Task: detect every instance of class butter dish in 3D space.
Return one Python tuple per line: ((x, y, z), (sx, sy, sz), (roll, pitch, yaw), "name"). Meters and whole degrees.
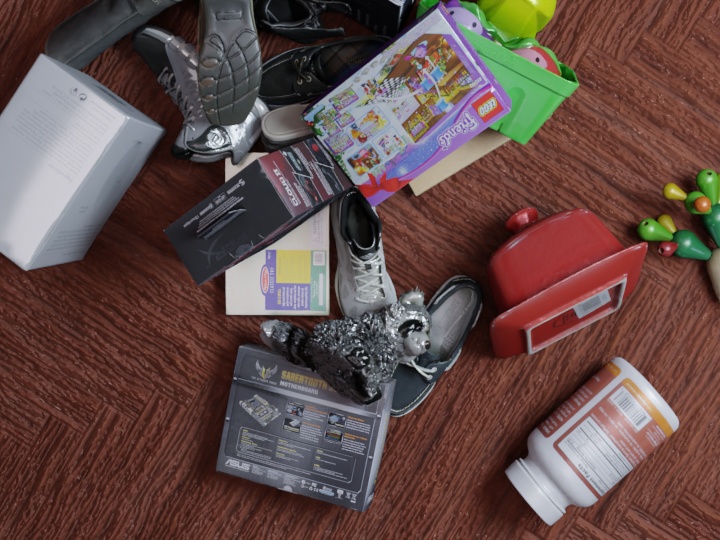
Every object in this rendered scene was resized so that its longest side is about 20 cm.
((0.219, -0.006, 1.138), (0.197, 0.200, 0.149), (-26, 69, 3), "butter dish")

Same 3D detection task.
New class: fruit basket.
((0.166, -0.278, 1.109), (0.212, 0.156, 0.219), (3, 109, 9), "fruit basket")

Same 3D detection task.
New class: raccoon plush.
((-0.009, 0.061, 1.132), (0.198, 0.097, 0.134), (30, 59, 21), "raccoon plush")

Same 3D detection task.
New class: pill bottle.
((0.275, 0.210, 1.167), (0.200, 0.112, 0.112), (-42, 92, 3), "pill bottle")

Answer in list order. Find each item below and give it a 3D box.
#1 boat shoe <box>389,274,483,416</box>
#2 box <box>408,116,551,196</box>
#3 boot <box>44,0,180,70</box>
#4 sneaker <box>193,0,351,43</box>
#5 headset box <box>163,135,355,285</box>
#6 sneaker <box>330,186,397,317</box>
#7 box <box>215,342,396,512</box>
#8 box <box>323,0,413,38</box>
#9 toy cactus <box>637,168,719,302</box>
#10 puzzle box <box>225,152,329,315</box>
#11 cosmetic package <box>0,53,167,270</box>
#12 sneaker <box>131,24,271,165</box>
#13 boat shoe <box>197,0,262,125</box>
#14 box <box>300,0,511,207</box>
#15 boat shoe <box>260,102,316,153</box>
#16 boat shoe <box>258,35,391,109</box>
((0.083, 0.094, 1.187), (0.075, 0.060, 0.202), (28, 94, -3), "boat shoe")
((0.113, -0.212, 1.188), (0.198, 0.021, 0.165), (-30, 92, 2), "box")
((-0.273, -0.323, 1.154), (0.199, 0.183, 0.073), (-30, 113, 29), "boot")
((-0.109, -0.313, 1.144), (0.197, 0.104, 0.061), (16, 93, -1), "sneaker")
((-0.111, -0.069, 1.066), (0.148, 0.200, 0.076), (-33, 92, 27), "headset box")
((0.000, 0.000, 1.155), (0.074, 0.115, 0.204), (-12, 93, 1), "sneaker")
((-0.068, 0.190, 1.182), (0.197, 0.048, 0.161), (12, 93, 12), "box")
((-0.015, -0.375, 1.092), (0.194, 0.200, 0.125), (27, 92, -1), "box")
((0.443, -0.042, 1.167), (0.197, 0.102, 0.168), (-17, 103, -7), "toy cactus")
((-0.103, -0.045, 1.199), (0.131, 0.025, 0.204), (1, 94, 0), "puzzle box")
((-0.344, -0.120, 1.111), (0.122, 0.199, 0.201), (34, 93, -2), "cosmetic package")
((-0.211, -0.198, 1.154), (0.199, 0.075, 0.116), (34, 76, -2), "sneaker")
((-0.152, -0.270, 1.103), (0.074, 0.074, 0.204), (0, 108, -12), "boat shoe")
((0.050, -0.180, 1.074), (0.199, 0.039, 0.137), (-33, 107, 24), "box")
((-0.022, -0.174, 1.162), (0.196, 0.057, 0.068), (-9, 58, -3), "boat shoe")
((-0.048, -0.244, 1.159), (0.197, 0.057, 0.070), (-13, 91, 13), "boat shoe")
